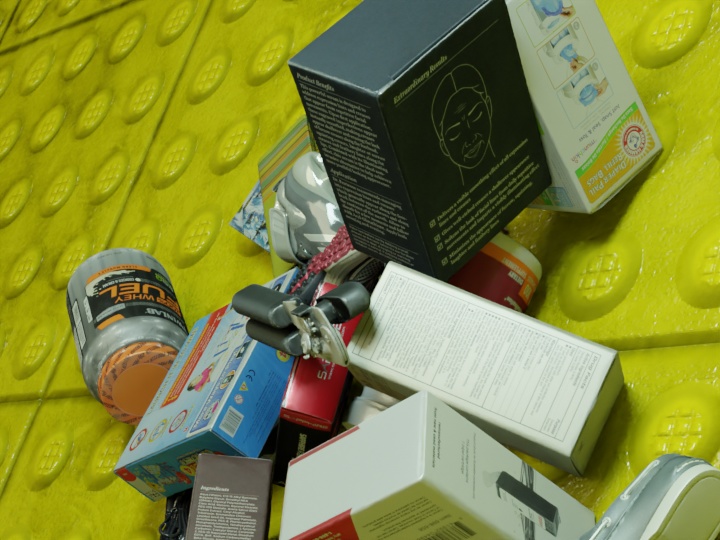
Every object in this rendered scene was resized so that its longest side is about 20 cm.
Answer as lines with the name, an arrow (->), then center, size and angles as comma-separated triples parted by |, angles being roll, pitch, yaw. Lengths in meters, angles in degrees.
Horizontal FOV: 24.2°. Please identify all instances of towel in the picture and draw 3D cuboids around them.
towel -> -0.069, -0.075, 1.751 | 0.086, 0.018, 0.200 | -44, 35, 27

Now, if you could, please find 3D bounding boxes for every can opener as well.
can opener -> -0.047, 0.040, 1.365 | 0.066, 0.053, 0.200 | -31, 15, -21

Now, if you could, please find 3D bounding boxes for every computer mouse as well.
computer mouse -> -0.118, 0.186, 1.625 | 0.200, 0.044, 0.110 | -43, 20, 22

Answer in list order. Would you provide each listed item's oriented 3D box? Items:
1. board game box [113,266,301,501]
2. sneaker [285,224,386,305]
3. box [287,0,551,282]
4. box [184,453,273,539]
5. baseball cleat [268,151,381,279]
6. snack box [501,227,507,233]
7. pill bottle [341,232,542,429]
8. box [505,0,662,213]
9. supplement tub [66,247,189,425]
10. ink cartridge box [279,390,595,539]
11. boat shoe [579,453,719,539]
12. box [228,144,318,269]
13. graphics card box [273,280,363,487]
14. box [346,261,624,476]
board game box -> -0.134, 0.114, 1.638 | 0.196, 0.056, 0.200 | -27, 29, 51
sneaker -> 0.000, 0.000, 1.512 | 0.200, 0.075, 0.081 | -46, 15, 45
box -> 0.052, -0.117, 1.348 | 0.107, 0.200, 0.148 | 25, 56, 41
box -> -0.119, 0.267, 1.455 | 0.200, 0.075, 0.100 | -88, 3, -47
baseball cleat -> -0.021, -0.017, 1.621 | 0.106, 0.070, 0.200 | -43, 60, 27
snack box -> 0.081, -0.073, 1.619 | 0.072, 0.024, 0.200 | -45, 34, 16
pill bottle -> 0.066, 0.061, 1.436 | 0.113, 0.113, 0.200 | 11, 70, 55
box -> 0.152, -0.158, 1.424 | 0.101, 0.200, 0.112 | -41, 25, -24
supplement tub -> -0.249, 0.073, 1.825 | 0.123, 0.122, 0.200 | -47, 34, 13
ink cartridge box -> 0.061, 0.194, 1.244 | 0.144, 0.200, 0.084 | -31, 36, 33
boat shoe -> 0.183, 0.213, 1.191 | 0.200, 0.073, 0.062 | -50, 29, -2
box -> -0.051, -0.069, 1.773 | 0.137, 0.040, 0.200 | -56, 33, 0
graphics card box -> -0.037, 0.109, 1.483 | 0.200, 0.051, 0.126 | 103, -177, -63
box -> 0.098, 0.077, 1.318 | 0.200, 0.078, 0.095 | 23, 77, 20
